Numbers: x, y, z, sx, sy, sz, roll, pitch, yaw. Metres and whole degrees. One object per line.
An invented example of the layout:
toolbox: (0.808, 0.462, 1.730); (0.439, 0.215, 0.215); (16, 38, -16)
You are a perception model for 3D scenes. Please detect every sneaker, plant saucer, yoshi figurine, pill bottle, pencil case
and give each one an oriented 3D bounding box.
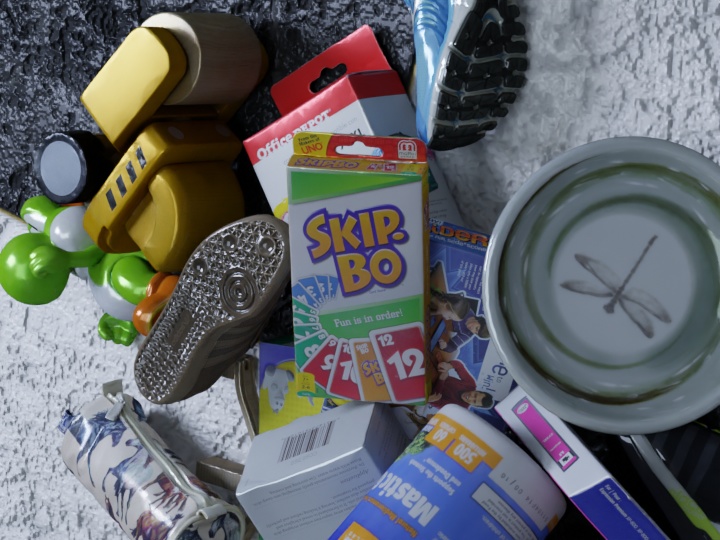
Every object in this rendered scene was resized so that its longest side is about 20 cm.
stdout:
sneaker: (0.067, -0.186, 1.568); (0.090, 0.078, 0.200); (15, 100, 50)
plant saucer: (0.180, 0.009, 1.479); (0.200, 0.050, 0.200); (0, 93, -3)
sneaker: (0.229, 0.136, 1.494); (0.083, 0.072, 0.200); (-24, 57, -6)
yoshi figurine: (-0.220, 0.013, 1.777); (0.200, 0.112, 0.113); (31, 121, 32)
pill bottle: (0.036, 0.198, 1.468); (0.112, 0.112, 0.200); (36, 78, 27)
pencil case: (-0.167, 0.172, 1.743); (0.200, 0.078, 0.090); (40, 137, 46)
sneaker: (-0.100, 0.024, 1.671); (0.200, 0.075, 0.070); (-47, 71, 33)

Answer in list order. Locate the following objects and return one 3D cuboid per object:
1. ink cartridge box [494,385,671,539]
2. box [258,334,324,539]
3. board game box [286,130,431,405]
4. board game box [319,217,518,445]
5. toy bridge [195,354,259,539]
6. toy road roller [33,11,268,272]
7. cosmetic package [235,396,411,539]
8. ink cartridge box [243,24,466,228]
ink cartridge box: (0.159, 0.148, 1.463); (0.037, 0.095, 0.200); (-43, 25, -1)
box: (-0.023, 0.156, 1.689); (0.117, 0.048, 0.200); (6, 102, 35)
board game box: (0.000, 0.000, 1.514); (0.095, 0.030, 0.200); (4, 116, 11)
board game box: (0.052, 0.061, 1.569); (0.135, 0.034, 0.200); (17, 120, 3)
toy bridge: (-0.101, 0.167, 1.758); (0.067, 0.027, 0.200); (13, 103, 34)
toy road roller: (-0.139, -0.089, 1.684); (0.146, 0.123, 0.200); (50, 119, 20)
cosmetic package: (0.009, 0.201, 1.587); (0.113, 0.081, 0.200); (-21, 113, 20)
ink cartridge box: (-0.008, -0.070, 1.628); (0.116, 0.067, 0.200); (-30, 80, 34)
